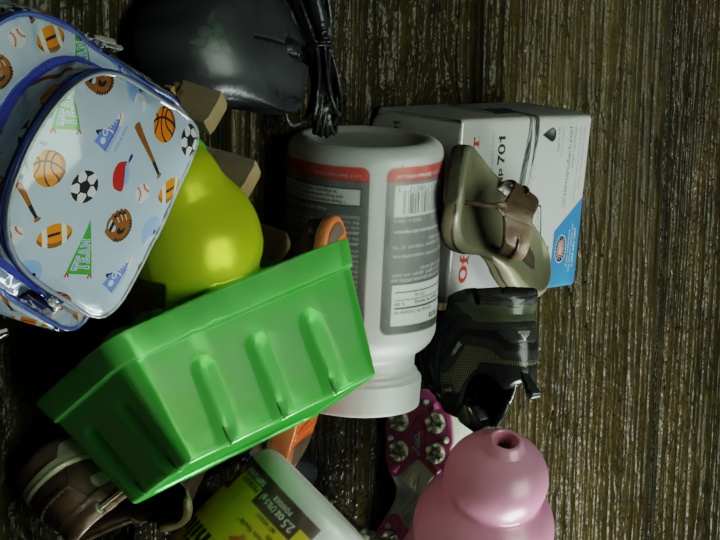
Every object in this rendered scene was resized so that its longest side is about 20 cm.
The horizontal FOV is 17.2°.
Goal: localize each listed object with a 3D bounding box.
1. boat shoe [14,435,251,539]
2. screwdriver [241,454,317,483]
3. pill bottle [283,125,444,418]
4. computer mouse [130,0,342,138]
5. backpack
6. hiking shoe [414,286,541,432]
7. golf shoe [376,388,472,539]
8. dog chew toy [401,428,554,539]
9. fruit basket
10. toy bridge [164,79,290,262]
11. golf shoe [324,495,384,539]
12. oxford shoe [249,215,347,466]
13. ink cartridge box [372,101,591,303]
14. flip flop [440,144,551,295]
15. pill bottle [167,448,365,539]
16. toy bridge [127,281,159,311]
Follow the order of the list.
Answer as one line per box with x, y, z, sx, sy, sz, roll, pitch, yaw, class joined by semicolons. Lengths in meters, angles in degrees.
-0.139;0.145;1.600;0.202;0.075;0.075;-13;147;-47;boat shoe
-0.093;0.134;1.724;0.200;0.029;0.028;21;81;-57;screwdriver
0.000;0.000;1.744;0.116;0.116;0.200;-15;111;-53;pill bottle
-0.073;-0.158;1.624;0.200;0.053;0.139;-8;87;-51;computer mouse
-0.205;-0.067;1.405;0.190;0.154;0.200;32;76;-44;backpack
0.069;0.078;1.806;0.076;0.200;0.101;1;74;-27;hiking shoe
0.061;0.190;1.928;0.091;0.075;0.200;-14;114;-62;golf shoe
0.091;0.201;1.796;0.125;0.124;0.200;-37;147;-45;dog chew toy
-0.109;0.019;1.532;0.215;0.155;0.216;12;63;-25;fruit basket
-0.102;-0.069;1.611;0.027;0.067;0.200;-62;155;-22;toy bridge
-0.056;0.218;1.785;0.200;0.078;0.097;16;107;-54;golf shoe
-0.058;0.047;1.672;0.071;0.073;0.200;-43;151;-62;oxford shoe
0.094;-0.056;1.894;0.200;0.086;0.147;-8;106;-56;ink cartridge box
0.111;-0.034;1.781;0.200;0.058;0.081;44;51;-54;flip flop
-0.097;0.226;1.630;0.200;0.109;0.109;-45;140;-3;pill bottle
-0.131;0.000;1.617;0.067;0.027;0.200;-52;139;-34;toy bridge
